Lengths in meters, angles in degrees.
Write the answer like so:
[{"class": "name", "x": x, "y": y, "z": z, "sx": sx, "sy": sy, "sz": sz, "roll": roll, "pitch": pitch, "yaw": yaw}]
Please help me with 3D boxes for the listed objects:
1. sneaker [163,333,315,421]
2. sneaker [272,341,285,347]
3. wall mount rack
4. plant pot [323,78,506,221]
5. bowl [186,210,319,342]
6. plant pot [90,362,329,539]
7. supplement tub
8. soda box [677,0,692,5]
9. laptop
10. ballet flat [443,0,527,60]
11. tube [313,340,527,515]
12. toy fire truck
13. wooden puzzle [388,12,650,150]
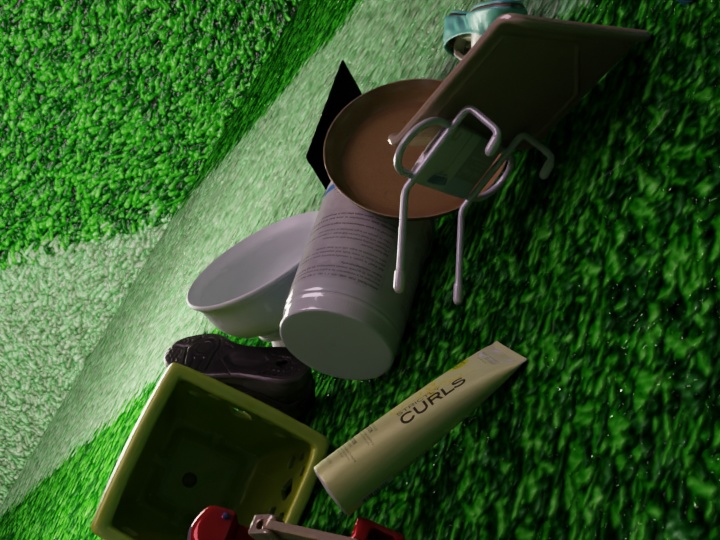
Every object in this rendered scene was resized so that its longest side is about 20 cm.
[{"class": "sneaker", "x": -0.140, "y": 0.139, "z": 1.569, "sx": 0.077, "sy": 0.197, "sz": 0.115, "roll": -62, "pitch": -31, "yaw": -42}, {"class": "sneaker", "x": -0.048, "y": 0.022, "z": 1.636, "sx": 0.201, "sy": 0.077, "sz": 0.099, "roll": -62, "pitch": 19, "yaw": 0}, {"class": "wall mount rack", "x": 0.093, "y": -0.062, "z": 1.238, "sx": 0.075, "sy": 0.199, "sz": 0.174, "roll": 45, "pitch": 107, "yaw": 30}, {"class": "plant pot", "x": 0.060, "y": -0.125, "z": 1.408, "sx": 0.028, "sy": 0.198, "sz": 0.201, "roll": 82, "pitch": -160, "yaw": -52}, {"class": "bowl", "x": -0.099, "y": 0.021, "z": 1.557, "sx": 0.199, "sy": 0.091, "sz": 0.201, "roll": -25, "pitch": 21, "yaw": 10}, {"class": "plant pot", "x": -0.173, "y": 0.232, "z": 1.453, "sx": 0.201, "sy": 0.199, "sz": 0.181, "roll": -64, "pitch": 11, "yaw": -12}, {"class": "supplement tub", "x": 0.000, "y": 0.000, "z": 1.419, "sx": 0.132, "sy": 0.131, "sz": 0.201, "roll": -40, "pitch": 25, "yaw": 51}, {"class": "soda box", "x": 0.313, "y": -0.341, "z": 1.163, "sx": 0.202, "sy": 0.064, "sz": 0.068, "roll": -66, "pitch": 17, "yaw": -17}, {"class": "laptop", "x": -0.049, "y": -0.151, "z": 1.858, "sx": 0.200, "sy": 0.115, "sz": 0.189, "roll": -41, "pitch": 25, "yaw": 50}, {"class": "ballet flat", "x": 0.150, "y": -0.284, "z": 1.593, "sx": 0.200, "sy": 0.067, "sz": 0.071, "roll": -157, "pitch": 73, "yaw": -74}, {"class": "tube", "x": 0.051, "y": 0.127, "z": 1.124, "sx": 0.199, "sy": 0.052, "sz": 0.058, "roll": -37, "pitch": 56, "yaw": -5}, {"class": "toy fire truck", "x": -0.063, "y": 0.248, "z": 1.164, "sx": 0.142, "sy": 0.198, "sz": 0.049, "roll": 92, "pitch": -163, "yaw": -58}, {"class": "wooden puzzle", "x": 0.143, "y": -0.174, "z": 1.219, "sx": 0.200, "sy": 0.184, "sz": 0.038, "roll": -42, "pitch": 60, "yaw": 44}]
